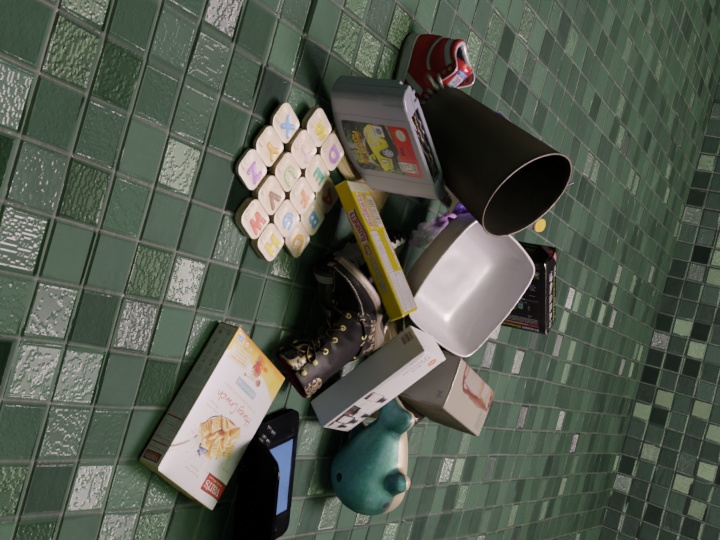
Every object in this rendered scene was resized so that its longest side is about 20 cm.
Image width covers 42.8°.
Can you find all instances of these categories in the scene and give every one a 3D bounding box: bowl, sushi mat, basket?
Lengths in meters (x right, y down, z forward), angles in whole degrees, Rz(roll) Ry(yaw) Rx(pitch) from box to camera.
[{"bbox_3d":[0.159,0.014,1.438,0.201,0.075,0.199,-51,132,2],"label":"bowl"},{"bbox_3d":[0.003,-0.166,1.356,0.096,0.012,0.200,-63,147,-19],"label":"sushi mat"},{"bbox_3d":[0.176,-0.165,1.327,0.179,0.200,0.137,-17,139,-37],"label":"basket"}]

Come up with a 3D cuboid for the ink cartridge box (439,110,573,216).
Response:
[{"bbox_3d":[0.197,-0.157,1.440,0.196,0.200,0.044,-20,143,-25],"label":"ink cartridge box"}]

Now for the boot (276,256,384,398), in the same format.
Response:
[{"bbox_3d":[-0.044,0.085,1.275,0.150,0.073,0.201,-36,150,-17],"label":"boot"}]

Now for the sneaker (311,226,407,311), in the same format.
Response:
[{"bbox_3d":[0.000,0.000,1.375,0.199,0.066,0.092,-32,131,-45],"label":"sneaker"}]

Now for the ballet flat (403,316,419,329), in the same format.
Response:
[{"bbox_3d":[0.112,0.059,1.559,0.200,0.067,0.076,-40,113,-70],"label":"ballet flat"}]

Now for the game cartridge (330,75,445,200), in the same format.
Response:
[{"bbox_3d":[0.035,-0.179,1.262,0.041,0.132,0.201,-56,143,-26],"label":"game cartridge"}]

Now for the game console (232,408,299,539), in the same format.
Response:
[{"bbox_3d":[-0.111,0.318,1.270,0.175,0.115,0.203,-13,114,-56],"label":"game console"}]

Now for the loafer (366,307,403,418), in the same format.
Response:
[{"bbox_3d":[0.050,0.152,1.511,0.076,0.067,0.203,-19,118,-54],"label":"loafer"}]

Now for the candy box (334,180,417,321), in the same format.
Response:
[{"bbox_3d":[0.024,-0.029,1.294,0.202,0.026,0.102,68,17,3],"label":"candy box"}]

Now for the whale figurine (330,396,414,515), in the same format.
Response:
[{"bbox_3d":[0.018,0.290,1.442,0.103,0.159,0.202,1,121,-35],"label":"whale figurine"}]

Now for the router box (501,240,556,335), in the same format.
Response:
[{"bbox_3d":[0.254,0.021,1.659,0.062,0.198,0.151,-45,138,-47],"label":"router box"}]

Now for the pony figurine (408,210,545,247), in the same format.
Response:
[{"bbox_3d":[0.182,-0.112,1.529,0.192,0.199,0.169,-5,108,-43],"label":"pony figurine"}]

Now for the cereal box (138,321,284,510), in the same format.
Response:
[{"bbox_3d":[-0.183,0.187,1.171,0.201,0.039,0.144,-62,147,-21],"label":"cereal box"}]

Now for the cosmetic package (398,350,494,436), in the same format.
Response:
[{"bbox_3d":[0.139,0.198,1.513,0.088,0.102,0.200,-67,151,-13],"label":"cosmetic package"}]

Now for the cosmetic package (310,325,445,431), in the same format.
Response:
[{"bbox_3d":[0.027,0.167,1.387,0.199,0.051,0.082,-39,153,15],"label":"cosmetic package"}]

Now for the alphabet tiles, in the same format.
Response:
[{"bbox_3d":[-0.090,-0.115,1.213,0.201,0.014,0.196,-58,145,-22],"label":"alphabet tiles"}]

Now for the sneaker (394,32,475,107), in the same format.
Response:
[{"bbox_3d":[0.107,-0.257,1.384,0.071,0.111,0.203,9,91,-59],"label":"sneaker"}]

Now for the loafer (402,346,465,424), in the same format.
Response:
[{"bbox_3d":[0.127,0.190,1.645,0.200,0.072,0.072,-49,141,-38],"label":"loafer"}]
